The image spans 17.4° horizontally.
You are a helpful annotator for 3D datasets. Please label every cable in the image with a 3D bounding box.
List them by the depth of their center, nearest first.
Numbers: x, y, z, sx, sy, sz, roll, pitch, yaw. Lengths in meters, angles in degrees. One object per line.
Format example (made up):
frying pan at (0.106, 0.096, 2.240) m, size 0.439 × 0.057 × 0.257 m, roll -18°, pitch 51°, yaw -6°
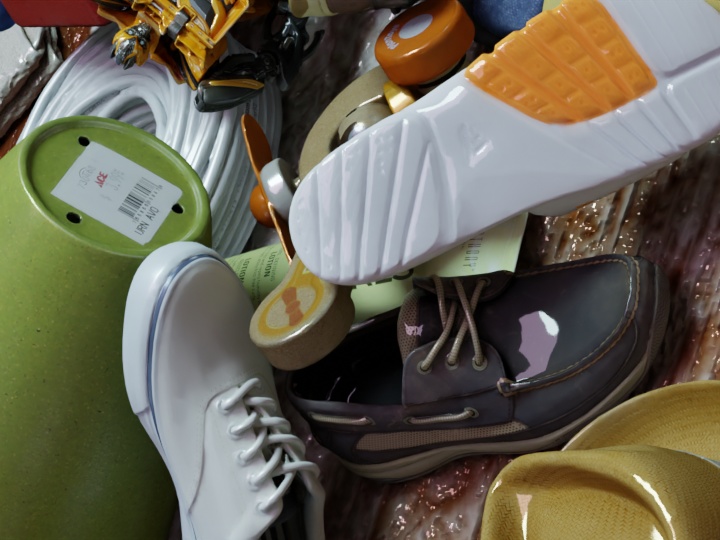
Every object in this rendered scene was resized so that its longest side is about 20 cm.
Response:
cable at (-0.124, -0.048, 1.293) m, size 0.199 × 0.069 × 0.201 m, roll -27°, pitch 48°, yaw 36°

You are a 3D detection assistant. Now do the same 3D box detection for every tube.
tube at (0.000, 0.000, 1.134) m, size 0.199 × 0.052 × 0.059 m, roll -14°, pitch 86°, yaw 38°

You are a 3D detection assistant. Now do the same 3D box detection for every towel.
towel at (-0.271, -0.110, 1.534) m, size 0.200 × 0.034 × 0.133 m, roll -47°, pitch 38°, yaw 19°

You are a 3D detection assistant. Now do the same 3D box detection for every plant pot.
plant pot at (-0.146, 0.031, 1.118) m, size 0.188 × 0.186 × 0.201 m, roll -106°, pitch 34°, yaw -43°

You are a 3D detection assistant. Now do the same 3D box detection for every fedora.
fedora at (0.102, 0.121, 0.902) m, size 0.200 × 0.082 × 0.202 m, roll -29°, pitch 47°, yaw 36°

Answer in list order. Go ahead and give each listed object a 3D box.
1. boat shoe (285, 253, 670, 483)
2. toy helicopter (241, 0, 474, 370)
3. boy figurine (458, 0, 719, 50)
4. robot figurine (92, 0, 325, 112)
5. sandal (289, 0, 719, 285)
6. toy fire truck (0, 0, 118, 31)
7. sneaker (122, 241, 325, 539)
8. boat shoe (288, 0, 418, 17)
boat shoe at (0.045, 0.041, 1.030) m, size 0.199 × 0.073 × 0.075 m, roll -28°, pitch 48°, yaw 37°
toy helicopter at (-0.011, -0.030, 1.071) m, size 0.131 × 0.079 × 0.201 m, roll -12°, pitch 37°, yaw 33°
boy figurine at (0.125, -0.132, 1.056) m, size 0.199 × 0.064 × 0.125 m, roll 14°, pitch 78°, yaw 52°
robot figurine at (-0.061, -0.178, 1.213) m, size 0.200 × 0.145 × 0.058 m, roll -49°, pitch -2°, yaw -25°
sandal at (0.066, -0.057, 1.002) m, size 0.205 × 0.059 × 0.080 m, roll -24°, pitch 81°, yaw 8°
toy fire truck at (-0.143, -0.197, 1.324) m, size 0.168 × 0.113 × 0.199 m, roll -45°, pitch 29°, yaw -25°
sneaker at (-0.049, 0.081, 1.054) m, size 0.073 × 0.201 × 0.070 m, roll -33°, pitch 31°, yaw -35°
boat shoe at (0.024, -0.161, 1.144) m, size 0.065 × 0.201 × 0.072 m, roll 14°, pitch 113°, yaw 15°
